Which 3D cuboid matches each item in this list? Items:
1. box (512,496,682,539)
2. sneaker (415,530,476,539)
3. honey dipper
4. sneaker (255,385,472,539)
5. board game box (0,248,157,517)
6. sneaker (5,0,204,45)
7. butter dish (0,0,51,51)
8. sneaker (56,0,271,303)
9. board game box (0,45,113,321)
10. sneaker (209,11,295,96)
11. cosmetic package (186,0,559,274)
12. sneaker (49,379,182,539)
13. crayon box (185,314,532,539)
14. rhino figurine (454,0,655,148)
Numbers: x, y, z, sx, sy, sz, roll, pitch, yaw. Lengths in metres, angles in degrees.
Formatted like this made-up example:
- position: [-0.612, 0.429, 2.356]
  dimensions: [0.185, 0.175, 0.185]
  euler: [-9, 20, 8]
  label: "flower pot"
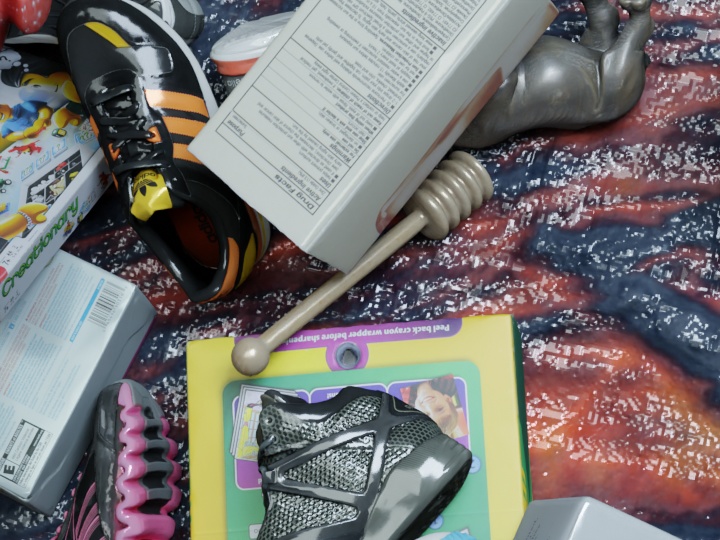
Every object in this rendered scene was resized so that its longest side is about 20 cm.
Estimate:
- position: [0.153, 0.250, 1.227]
  dimensions: [0.199, 0.131, 0.200]
  euler: [25, 81, -4]
  label: "box"
- position: [0.011, 0.218, 1.275]
  dimensions: [0.076, 0.081, 0.200]
  euler: [30, 113, -4]
  label: "sneaker"
- position: [0.000, 0.000, 1.362]
  dimensions: [0.038, 0.038, 0.200]
  euler: [42, 65, 17]
  label: "honey dipper"
- position: [-0.041, 0.144, 1.287]
  dimensions: [0.114, 0.076, 0.200]
  euler: [39, 82, 18]
  label: "sneaker"
- position: [-0.249, 0.041, 1.417]
  dimensions: [0.200, 0.064, 0.148]
  euler: [25, 80, 14]
  label: "board game box"
- position: [-0.188, -0.174, 1.465]
  dimensions: [0.200, 0.079, 0.074]
  euler: [21, 101, 30]
  label: "sneaker"
- position: [-0.257, -0.169, 1.362]
  dimensions: [0.147, 0.200, 0.200]
  euler: [6, 37, 9]
  label: "butter dish"
- position: [-0.122, -0.072, 1.366]
  dimensions: [0.070, 0.090, 0.200]
  euler: [-24, 107, 20]
  label: "sneaker"
- position: [-0.227, -0.059, 1.401]
  dimensions: [0.126, 0.035, 0.200]
  euler: [19, 45, 14]
  label: "board game box"
- position: [0.010, -0.132, 1.426]
  dimensions: [0.199, 0.077, 0.082]
  euler: [-15, 106, -2]
  label: "sneaker"
- position: [0.009, -0.109, 1.312]
  dimensions: [0.103, 0.087, 0.200]
  euler: [42, 94, 20]
  label: "cosmetic package"
- position: [-0.160, 0.165, 1.369]
  dimensions: [0.095, 0.079, 0.201]
  euler: [-6, 73, 20]
  label: "sneaker"
- position: [0.000, 0.123, 1.354]
  dimensions: [0.199, 0.058, 0.173]
  euler: [-5, 76, 8]
  label: "crayon box"
- position: [0.081, -0.117, 1.382]
  dimensions: [0.199, 0.060, 0.088]
  euler: [-10, 118, -2]
  label: "rhino figurine"
